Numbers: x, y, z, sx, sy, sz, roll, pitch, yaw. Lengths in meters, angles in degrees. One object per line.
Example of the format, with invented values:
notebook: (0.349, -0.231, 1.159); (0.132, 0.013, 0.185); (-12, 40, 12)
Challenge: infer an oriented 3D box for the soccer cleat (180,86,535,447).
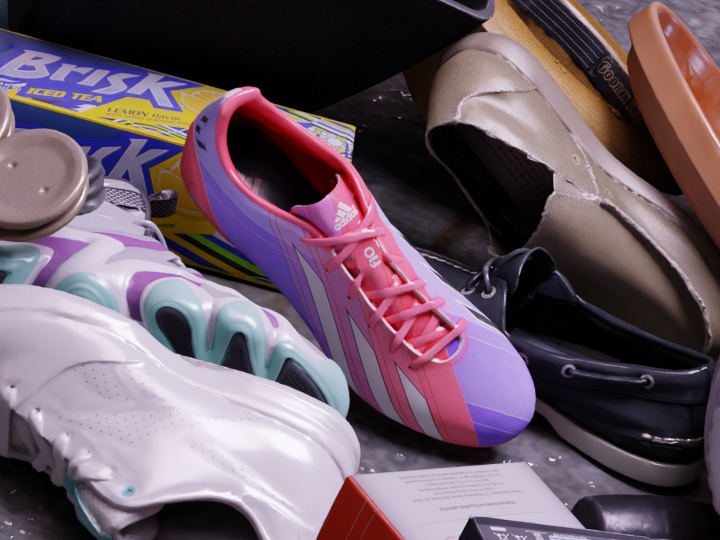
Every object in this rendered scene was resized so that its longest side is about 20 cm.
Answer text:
soccer cleat: (0.000, 0.000, 1.294); (0.200, 0.077, 0.067); (44, 69, 4)

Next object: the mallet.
mallet: (0.132, 0.161, 1.185); (0.065, 0.041, 0.201); (10, 33, -16)

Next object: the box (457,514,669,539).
box: (0.140, 0.162, 1.037); (0.199, 0.049, 0.161); (10, 31, -30)

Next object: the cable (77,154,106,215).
cable: (-0.200, -0.027, 1.262); (0.198, 0.051, 0.097); (1, 16, 8)

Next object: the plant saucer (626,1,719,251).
plant saucer: (0.188, -0.042, 1.467); (0.201, 0.032, 0.201); (53, 14, -20)

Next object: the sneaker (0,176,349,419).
sneaker: (-0.089, 0.005, 1.285); (0.199, 0.078, 0.140); (20, 29, 3)

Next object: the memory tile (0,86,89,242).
memory tile: (-0.220, -0.040, 1.220); (0.153, 0.017, 0.200); (-41, 55, -17)

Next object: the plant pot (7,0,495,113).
plant pot: (-0.073, -0.181, 1.454); (0.199, 0.177, 0.201); (19, 48, -31)

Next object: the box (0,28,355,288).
box: (-0.106, -0.054, 1.393); (0.199, 0.065, 0.070); (15, 29, -4)

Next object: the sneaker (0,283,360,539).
sneaker: (-0.103, 0.071, 1.183); (0.199, 0.075, 0.089); (17, 49, 5)

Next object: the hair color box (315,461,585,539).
hair color box: (0.073, 0.159, 1.105); (0.101, 0.061, 0.200); (0, 36, -41)

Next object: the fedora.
fedora: (0.082, -0.095, 1.521); (0.200, 0.082, 0.201); (40, 18, -16)

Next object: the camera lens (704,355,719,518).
camera lens: (0.238, 0.053, 1.279); (0.159, 0.161, 0.200); (23, 21, 10)

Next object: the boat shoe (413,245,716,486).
boat shoe: (0.079, 0.024, 1.358); (0.199, 0.066, 0.074); (33, 33, 26)

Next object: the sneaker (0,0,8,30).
sneaker: (-0.154, -0.172, 1.572); (0.082, 0.074, 0.200); (25, 40, 7)

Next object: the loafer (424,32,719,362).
loafer: (0.098, -0.020, 1.403); (0.200, 0.076, 0.067); (46, 50, -2)
